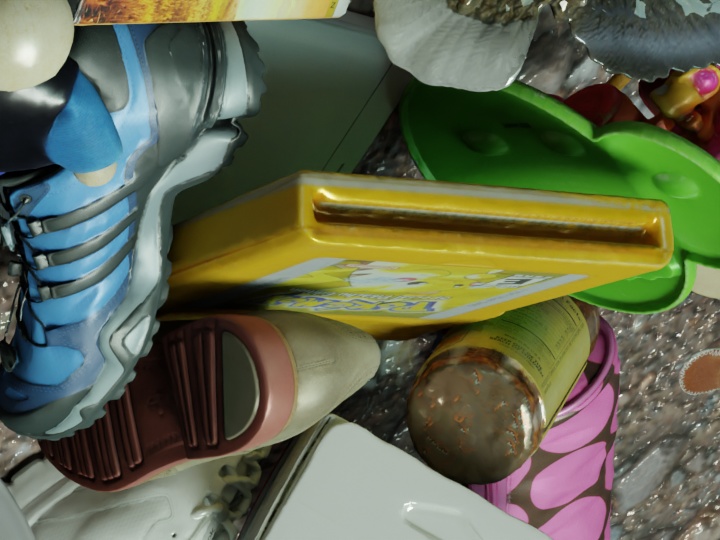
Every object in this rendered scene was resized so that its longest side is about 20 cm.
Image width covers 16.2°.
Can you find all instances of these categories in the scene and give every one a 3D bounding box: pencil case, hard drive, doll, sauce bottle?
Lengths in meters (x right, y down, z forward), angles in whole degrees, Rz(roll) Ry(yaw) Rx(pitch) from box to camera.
[{"bbox_3d":[0.088,0.105,1.335,0.200,0.091,0.094,82,29,-48],"label":"pencil case"},{"bbox_3d":[-0.076,-0.061,1.050,0.200,0.027,0.132,9,122,-47],"label":"hard drive"},{"bbox_3d":[-0.149,-0.057,0.861,0.136,0.048,0.200,19,161,-24],"label":"doll"},{"bbox_3d":[0.076,0.034,1.193,0.066,0.066,0.200,-59,175,25],"label":"sauce bottle"}]

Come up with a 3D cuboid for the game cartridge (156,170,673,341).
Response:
[{"bbox_3d":[0.000,0.000,1.047,0.176,0.032,0.200,3,166,-31],"label":"game cartridge"}]

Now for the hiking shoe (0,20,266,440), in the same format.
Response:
[{"bbox_3d":[-0.114,-0.024,0.985,0.087,0.074,0.200,11,117,-31],"label":"hiking shoe"}]

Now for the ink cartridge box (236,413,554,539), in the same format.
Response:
[{"bbox_3d":[0.020,0.137,1.171,0.086,0.148,0.200,-60,180,-5],"label":"ink cartridge box"}]

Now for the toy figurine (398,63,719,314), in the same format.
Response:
[{"bbox_3d":[0.143,-0.097,1.095,0.150,0.200,0.184,48,67,-25],"label":"toy figurine"}]

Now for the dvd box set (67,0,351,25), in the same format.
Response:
[{"bbox_3d":[-0.036,-0.158,0.896,0.200,0.029,0.146,-12,127,-64],"label":"dvd box set"}]

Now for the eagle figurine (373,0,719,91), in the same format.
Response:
[{"bbox_3d":[0.109,-0.149,0.977,0.200,0.151,0.152,-23,121,-50],"label":"eagle figurine"}]

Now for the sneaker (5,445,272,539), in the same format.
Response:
[{"bbox_3d":[-0.077,0.093,1.166,0.200,0.087,0.075,-42,143,0],"label":"sneaker"}]

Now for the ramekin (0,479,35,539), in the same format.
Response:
[{"bbox_3d":[-0.229,0.138,0.989,0.202,0.202,0.094,-5,146,-39],"label":"ramekin"}]

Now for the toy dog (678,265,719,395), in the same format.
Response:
[{"bbox_3d":[0.185,0.009,1.306,0.132,0.096,0.200,-56,133,-54],"label":"toy dog"}]

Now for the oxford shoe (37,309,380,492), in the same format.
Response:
[{"bbox_3d":[-0.070,0.052,1.057,0.075,0.200,0.070,-8,92,-38],"label":"oxford shoe"}]
